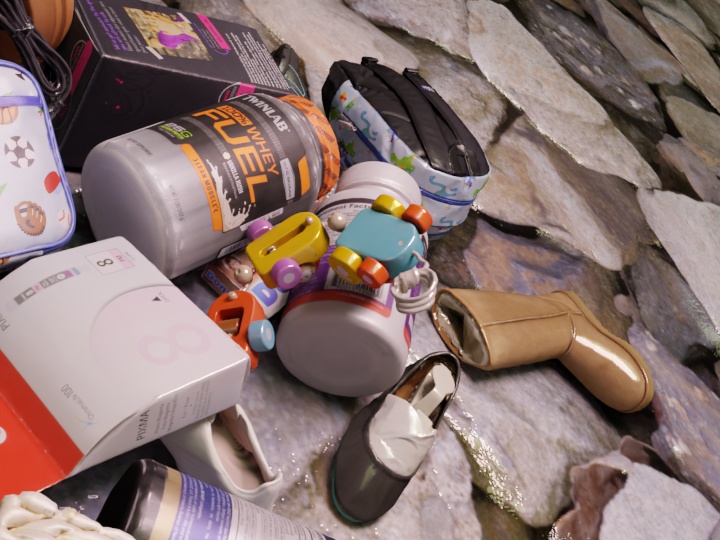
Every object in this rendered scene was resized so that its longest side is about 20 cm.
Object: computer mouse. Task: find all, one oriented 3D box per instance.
[{"bbox_3d":[-0.322,-0.132,0.755,0.046,0.200,0.141,32,-17,43],"label":"computer mouse"}]

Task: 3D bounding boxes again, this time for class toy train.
[{"bbox_3d":[-0.031,0.020,0.743,0.056,0.199,0.151,61,22,-45],"label":"toy train"}]

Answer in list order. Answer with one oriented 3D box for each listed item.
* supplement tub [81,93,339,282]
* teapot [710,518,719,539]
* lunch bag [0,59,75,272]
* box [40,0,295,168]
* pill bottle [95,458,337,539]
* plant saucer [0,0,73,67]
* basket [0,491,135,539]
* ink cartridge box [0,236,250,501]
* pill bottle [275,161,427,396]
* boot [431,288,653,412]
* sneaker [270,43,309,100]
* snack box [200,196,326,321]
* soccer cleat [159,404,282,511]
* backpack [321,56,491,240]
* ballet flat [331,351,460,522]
[{"bbox_3d":[-0.119,-0.075,0.826,0.199,0.123,0.123,-29,71,-39],"label":"supplement tub"},{"bbox_3d":[0.454,0.290,0.959,0.200,0.146,0.197,44,35,5],"label":"teapot"},{"bbox_3d":[-0.302,-0.069,0.670,0.199,0.075,0.161,-14,90,-49],"label":"lunch bag"},{"bbox_3d":[-0.180,-0.162,0.899,0.199,0.122,0.106,3,45,-41],"label":"box"},{"bbox_3d":[-0.068,0.203,0.601,0.199,0.112,0.112,28,36,-16],"label":"pill bottle"},{"bbox_3d":[-0.328,-0.227,0.775,0.199,0.200,0.038,25,49,-20],"label":"plant saucer"},{"bbox_3d":[-0.127,0.241,0.435,0.197,0.200,0.161,28,30,-16],"label":"basket"},{"bbox_3d":[-0.197,0.057,0.634,0.199,0.057,0.162,-16,44,-43],"label":"ink cartridge box"},{"bbox_3d":[0.000,0.000,0.867,0.111,0.111,0.201,28,46,-15],"label":"pill bottle"},{"bbox_3d":[0.188,0.086,1.021,0.199,0.066,0.175,1,38,-44],"label":"boot"},{"bbox_3d":[-0.084,-0.162,1.053,0.079,0.075,0.201,35,39,-30],"label":"sneaker"},{"bbox_3d":[-0.066,-0.015,0.926,0.072,0.024,0.200,44,35,3],"label":"snack box"},{"bbox_3d":[-0.126,0.095,0.699,0.200,0.078,0.069,48,35,14],"label":"soccer cleat"},{"bbox_3d":[0.056,-0.129,1.086,0.162,0.155,0.200,6,25,-42],"label":"backpack"},{"bbox_3d":[0.036,0.125,0.824,0.068,0.068,0.200,42,35,-3],"label":"ballet flat"}]
